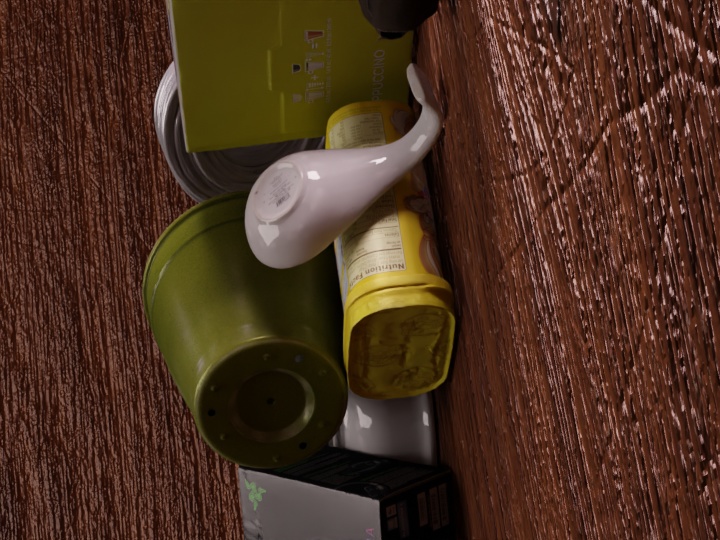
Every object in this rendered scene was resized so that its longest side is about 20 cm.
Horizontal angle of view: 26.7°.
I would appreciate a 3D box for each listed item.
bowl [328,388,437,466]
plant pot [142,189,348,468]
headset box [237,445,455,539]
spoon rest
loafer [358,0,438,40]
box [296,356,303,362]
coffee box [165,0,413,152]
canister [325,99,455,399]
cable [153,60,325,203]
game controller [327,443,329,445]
[{"bbox_3d":[0.013,0.132,1.434,0.201,0.089,0.204,173,90,-84],"label":"bowl"},{"bbox_3d":[-0.087,0.065,1.316,0.194,0.198,0.202,-106,12,-59],"label":"plant pot"},{"bbox_3d":[-0.014,0.255,1.339,0.199,0.092,0.176,5,104,46],"label":"headset box"},{"bbox_3d":[-0.012,-0.075,1.173,0.060,0.199,0.100,29,-147,-43],"label":"spoon rest"},{"bbox_3d":[0.034,-0.204,1.049,0.200,0.072,0.072,152,102,-89],"label":"loafer"},{"bbox_3d":[-0.064,0.051,1.518,0.159,0.048,0.202,-66,-16,-59],"label":"box"},{"bbox_3d":[-0.065,-0.244,1.272,0.201,0.197,0.200,93,169,-56],"label":"coffee box"},{"bbox_3d":[0.020,-0.019,1.240,0.149,0.085,0.202,92,171,-58],"label":"canister"},{"bbox_3d":[-0.107,-0.155,1.511,0.200,0.200,0.069,43,-175,-36],"label":"cable"},{"bbox_3d":[-0.018,0.150,1.518,0.105,0.042,0.201,66,-147,-31],"label":"game controller"}]
